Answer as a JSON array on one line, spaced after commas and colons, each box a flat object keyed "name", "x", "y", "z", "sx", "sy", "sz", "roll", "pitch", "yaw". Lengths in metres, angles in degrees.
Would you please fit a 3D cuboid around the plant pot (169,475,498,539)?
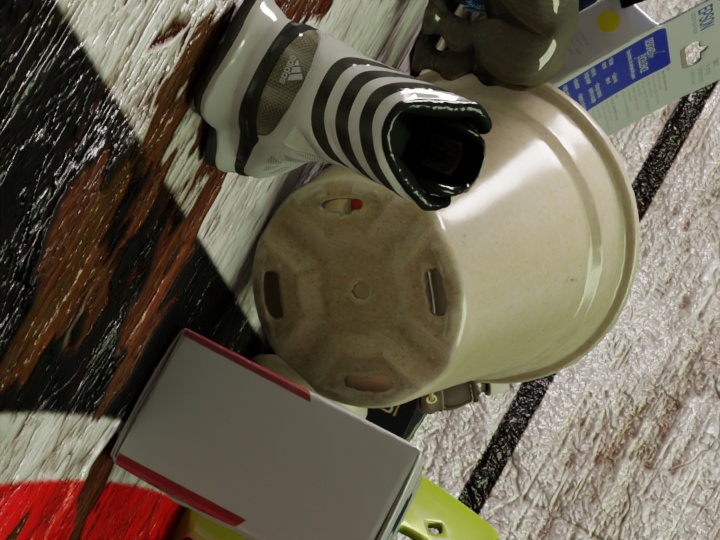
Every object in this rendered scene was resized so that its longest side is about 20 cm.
[{"name": "plant pot", "x": -0.050, "y": 0.239, "z": 1.754, "sx": 0.181, "sy": 0.200, "sz": 0.199, "roll": -36, "pitch": 156, "yaw": -60}]

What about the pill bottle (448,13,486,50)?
[{"name": "pill bottle", "x": 0.134, "y": -0.158, "z": 1.810, "sx": 0.112, "sy": 0.112, "sz": 0.200, "roll": -65, "pitch": 173, "yaw": 33}]

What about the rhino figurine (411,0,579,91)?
[{"name": "rhino figurine", "x": 0.100, "y": -0.199, "z": 1.428, "sx": 0.060, "sy": 0.087, "sz": 0.200, "roll": -37, "pitch": 146, "yaw": -85}]

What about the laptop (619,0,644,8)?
[{"name": "laptop", "x": 0.203, "y": -0.261, "z": 1.420, "sx": 0.200, "sy": 0.103, "sz": 0.177, "roll": -44, "pitch": -176, "yaw": 0}]

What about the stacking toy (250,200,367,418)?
[{"name": "stacking toy", "x": 0.000, "y": 0.000, "z": 1.629, "sx": 0.085, "sy": 0.085, "sz": 0.200, "roll": 96, "pitch": 18, "yaw": -76}]

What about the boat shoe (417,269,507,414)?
[{"name": "boat shoe", "x": 0.036, "y": -0.003, "z": 1.569, "sx": 0.060, "sy": 0.200, "sz": 0.072, "roll": -21, "pitch": -162, "yaw": -6}]

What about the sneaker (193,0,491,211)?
[{"name": "sneaker", "x": -0.004, "y": -0.055, "z": 1.075, "sx": 0.076, "sy": 0.115, "sz": 0.201, "roll": -61, "pitch": 175, "yaw": -1}]

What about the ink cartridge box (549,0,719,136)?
[{"name": "ink cartridge box", "x": 0.144, "y": -0.121, "z": 1.609, "sx": 0.200, "sy": 0.047, "sz": 0.198, "roll": -31, "pitch": 166, "yaw": 2}]

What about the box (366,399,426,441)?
[{"name": "box", "x": 0.055, "y": 0.038, "z": 1.760, "sx": 0.161, "sy": 0.049, "sz": 0.200, "roll": -67, "pitch": 172, "yaw": 27}]

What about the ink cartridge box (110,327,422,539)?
[{"name": "ink cartridge box", "x": -0.046, "y": 0.110, "z": 1.355, "sx": 0.083, "sy": 0.146, "sz": 0.200, "roll": -63, "pitch": 175, "yaw": -7}]

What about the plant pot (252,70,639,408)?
[{"name": "plant pot", "x": 0.037, "y": -0.008, "z": 1.426, "sx": 0.183, "sy": 0.200, "sz": 0.201, "roll": -26, "pitch": 146, "yaw": -60}]

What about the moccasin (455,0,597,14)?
[{"name": "moccasin", "x": 0.133, "y": -0.199, "z": 1.563, "sx": 0.200, "sy": 0.068, "sz": 0.080, "roll": -23, "pitch": 153, "yaw": -44}]
